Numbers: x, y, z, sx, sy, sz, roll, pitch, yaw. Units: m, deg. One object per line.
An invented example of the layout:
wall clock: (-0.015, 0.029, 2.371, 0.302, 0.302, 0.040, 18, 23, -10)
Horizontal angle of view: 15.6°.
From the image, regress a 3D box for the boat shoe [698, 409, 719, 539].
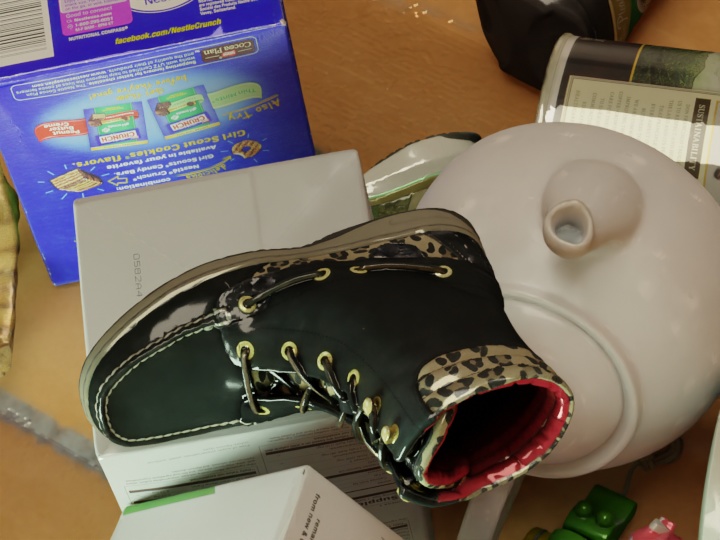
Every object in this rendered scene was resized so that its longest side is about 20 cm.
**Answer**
boat shoe: (0.214, 0.086, 1.304, 0.071, 0.070, 0.201, 12, 38, 15)

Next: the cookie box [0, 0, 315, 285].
cookie box: (-0.115, -0.086, 1.464, 0.170, 0.200, 0.075, -11, 57, 0)

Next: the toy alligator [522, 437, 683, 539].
toy alligator: (0.114, 0.149, 1.377, 0.059, 0.054, 0.200, 25, 65, 20)

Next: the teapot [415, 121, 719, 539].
teapot: (0.094, 0.036, 1.331, 0.197, 0.200, 0.146, -16, 30, 38)

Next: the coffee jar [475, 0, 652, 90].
coffee jar: (0.148, -0.202, 1.556, 0.085, 0.104, 0.200, 27, 65, 25)

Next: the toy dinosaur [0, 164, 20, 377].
toy dinosaur: (-0.212, -0.039, 1.499, 0.060, 0.106, 0.201, -8, 96, -30)

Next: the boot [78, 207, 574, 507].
boot: (-0.016, 0.052, 1.175, 0.203, 0.074, 0.154, -21, 34, -9)

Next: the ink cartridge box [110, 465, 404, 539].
ink cartridge box: (-0.015, 0.188, 1.261, 0.144, 0.200, 0.084, -17, 42, 46)

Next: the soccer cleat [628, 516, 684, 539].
soccer cleat: (0.151, 0.180, 1.301, 0.067, 0.200, 0.077, 30, 101, -3)

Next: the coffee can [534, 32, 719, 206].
coffee can: (0.199, -0.046, 1.429, 0.199, 0.147, 0.147, 8, 60, 12)

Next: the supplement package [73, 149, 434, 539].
supplement package: (-0.051, 0.064, 1.363, 0.150, 0.200, 0.152, -10, 58, 2)

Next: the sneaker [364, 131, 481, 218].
sneaker: (0.000, 0.000, 1.476, 0.199, 0.077, 0.089, -30, 69, -8)
